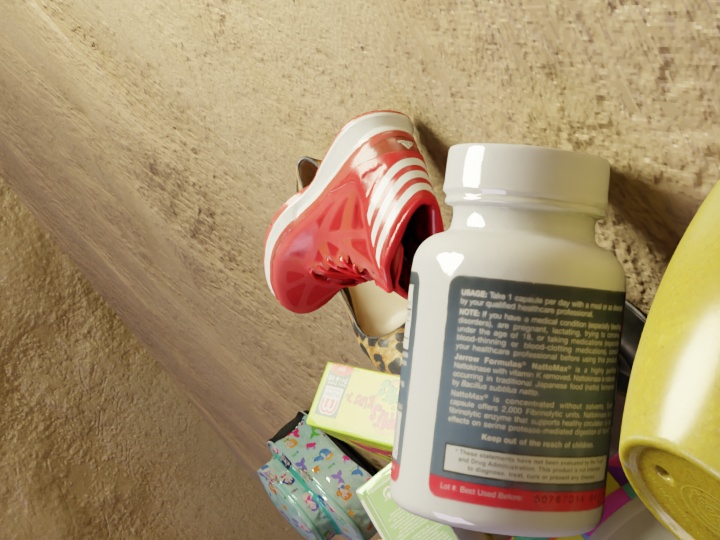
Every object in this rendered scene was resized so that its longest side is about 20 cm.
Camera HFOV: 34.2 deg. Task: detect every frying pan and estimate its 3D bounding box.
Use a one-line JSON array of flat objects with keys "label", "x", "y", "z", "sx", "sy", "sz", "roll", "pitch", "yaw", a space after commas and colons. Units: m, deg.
[{"label": "frying pan", "x": 0.141, "y": 0.035, "z": 0.823, "sx": 0.190, "sy": 0.031, "sz": 0.115, "roll": 29, "pitch": 155, "yaw": 38}]

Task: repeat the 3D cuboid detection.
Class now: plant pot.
[{"label": "plant pot", "x": 0.203, "y": 0.065, "z": 0.536, "sx": 0.200, "sy": 0.142, "sz": 0.200, "roll": 41, "pitch": 163, "yaw": 16}]

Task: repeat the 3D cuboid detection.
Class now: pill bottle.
[{"label": "pill bottle", "x": 0.084, "y": 0.035, "z": 0.647, "sx": 0.119, "sy": 0.201, "sz": 0.120, "roll": 6, "pitch": -179, "yaw": 0}]

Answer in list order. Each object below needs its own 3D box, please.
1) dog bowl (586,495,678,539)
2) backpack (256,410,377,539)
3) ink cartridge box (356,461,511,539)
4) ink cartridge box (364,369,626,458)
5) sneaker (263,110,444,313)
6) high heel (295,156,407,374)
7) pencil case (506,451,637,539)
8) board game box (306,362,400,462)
[{"label": "dog bowl", "x": 0.202, "y": 0.207, "z": 0.629, "sx": 0.200, "sy": 0.200, "sz": 0.059, "roll": 53, "pitch": -177, "yaw": -20}, {"label": "backpack", "x": -0.050, "y": 0.332, "z": 1.777, "sx": 0.200, "sy": 0.151, "sz": 0.178, "roll": 31, "pitch": 157, "yaw": 29}, {"label": "ink cartridge box", "x": 0.086, "y": 0.217, "z": 0.715, "sx": 0.145, "sy": 0.048, "sz": 0.200, "roll": 39, "pitch": -165, "yaw": -54}, {"label": "ink cartridge box", "x": 0.110, "y": 0.093, "z": 0.832, "sx": 0.200, "sy": 0.044, "sz": 0.173, "roll": 28, "pitch": 167, "yaw": -31}, {"label": "sneaker", "x": -0.007, "y": -0.006, "z": 0.824, "sx": 0.200, "sy": 0.078, "sz": 0.116, "roll": -63, "pitch": 38, "yaw": 45}, {"label": "high heel", "x": 0.000, "y": 0.000, "z": 0.921, "sx": 0.143, "sy": 0.071, "sz": 0.200, "roll": 53, "pitch": -172, "yaw": -37}, {"label": "pencil case", "x": 0.174, "y": 0.146, "z": 0.687, "sx": 0.088, "sy": 0.200, "sz": 0.088, "roll": 49, "pitch": -177, "yaw": -4}, {"label": "board game box", "x": 0.068, "y": 0.127, "z": 0.833, "sx": 0.101, "sy": 0.048, "sz": 0.200, "roll": 7, "pitch": 162, "yaw": 46}]
